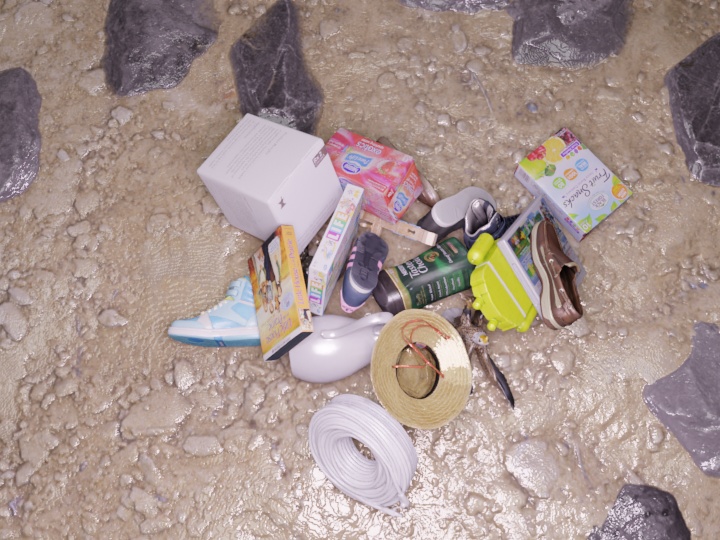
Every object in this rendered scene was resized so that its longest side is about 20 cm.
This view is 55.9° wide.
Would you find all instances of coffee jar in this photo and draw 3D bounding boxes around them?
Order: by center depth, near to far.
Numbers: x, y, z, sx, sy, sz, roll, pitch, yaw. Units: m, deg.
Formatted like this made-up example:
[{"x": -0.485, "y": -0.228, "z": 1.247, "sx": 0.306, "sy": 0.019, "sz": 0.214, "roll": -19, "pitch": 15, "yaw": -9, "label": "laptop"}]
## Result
[{"x": 0.119, "y": 0.019, "z": 1.304, "sx": 0.197, "sy": 0.086, "sz": 0.105, "roll": -25, "pitch": 41, "yaw": -9, "label": "coffee jar"}]

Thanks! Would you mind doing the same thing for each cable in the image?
[{"x": 0.003, "y": 0.305, "z": 1.154, "sx": 0.197, "sy": 0.204, "sz": 0.069, "roll": 9, "pitch": 30, "yaw": 33, "label": "cable"}]

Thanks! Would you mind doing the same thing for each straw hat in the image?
[{"x": 0.094, "y": 0.177, "z": 1.182, "sx": 0.197, "sy": 0.085, "sz": 0.205, "roll": 6, "pitch": 70, "yaw": -16, "label": "straw hat"}]

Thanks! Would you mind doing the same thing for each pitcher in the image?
[{"x": -0.033, "y": 0.126, "z": 1.228, "sx": 0.195, "sy": 0.173, "sz": 0.123, "roll": -8, "pitch": 61, "yaw": -4, "label": "pitcher"}]

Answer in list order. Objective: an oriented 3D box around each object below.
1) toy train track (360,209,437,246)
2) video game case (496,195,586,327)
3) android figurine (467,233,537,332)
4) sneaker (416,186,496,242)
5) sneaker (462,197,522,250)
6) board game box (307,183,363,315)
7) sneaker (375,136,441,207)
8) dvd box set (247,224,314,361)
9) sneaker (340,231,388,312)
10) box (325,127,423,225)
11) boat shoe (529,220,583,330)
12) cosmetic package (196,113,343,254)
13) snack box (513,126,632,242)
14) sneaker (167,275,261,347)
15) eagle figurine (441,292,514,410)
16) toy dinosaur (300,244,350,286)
[{"x": 0.062, "y": -0.090, "z": 1.331, "sx": 0.198, "sy": 0.032, "sz": 0.117, "roll": 23, "pitch": 100, "yaw": 37, "label": "toy train track"}, {"x": 0.344, "y": -0.022, "z": 1.275, "sx": 0.184, "sy": 0.022, "sz": 0.200, "roll": 57, "pitch": 45, "yaw": -8, "label": "video game case"}, {"x": 0.256, "y": 0.025, "z": 1.211, "sx": 0.183, "sy": 0.041, "sz": 0.200, "roll": 52, "pitch": 46, "yaw": -13, "label": "android figurine"}, {"x": 0.187, "y": -0.109, "z": 1.371, "sx": 0.198, "sy": 0.099, "sz": 0.072, "roll": -19, "pitch": 78, "yaw": -40, "label": "sneaker"}, {"x": 0.283, "y": -0.095, "z": 1.317, "sx": 0.201, "sy": 0.148, "sz": 0.077, "roll": -35, "pitch": 44, "yaw": -13, "label": "sneaker"}, {"x": -0.046, "y": -0.038, "z": 1.233, "sx": 0.034, "sy": 0.135, "sz": 0.202, "roll": 18, "pitch": 54, "yaw": 5, "label": "board game box"}, {"x": 0.085, "y": -0.186, "z": 1.407, "sx": 0.075, "sy": 0.070, "sz": 0.200, "roll": -43, "pitch": 69, "yaw": 3, "label": "sneaker"}, {"x": -0.147, "y": 0.042, "z": 1.215, "sx": 0.029, "sy": 0.146, "sz": 0.204, "roll": 3, "pitch": 64, "yaw": -35, "label": "dvd box set"}, {"x": 0.000, "y": 0.000, "z": 1.270, "sx": 0.069, "sy": 0.083, "sz": 0.201, "roll": 30, "pitch": 32, "yaw": -3, "label": "sneaker"}, {"x": 0.011, "y": -0.186, "z": 1.329, "sx": 0.198, "sy": 0.095, "sz": 0.103, "roll": 30, "pitch": 71, "yaw": 35, "label": "box"}, {"x": 0.357, "y": 0.000, "z": 1.207, "sx": 0.074, "sy": 0.074, "sz": 0.207, "roll": 13, "pitch": 63, "yaw": -38, "label": "boat shoe"}, {"x": -0.168, "y": -0.166, "z": 1.303, "sx": 0.198, "sy": 0.166, "sz": 0.166, "roll": 25, "pitch": 66, "yaw": 31, "label": "cosmetic package"}, {"x": 0.436, "y": -0.180, "z": 1.401, "sx": 0.141, "sy": 0.053, "sz": 0.201, "roll": -37, "pitch": 74, "yaw": -11, "label": "snack box"}, {"x": -0.264, "y": 0.075, "z": 1.298, "sx": 0.195, "sy": 0.080, "sz": 0.133, "roll": 2, "pitch": 71, "yaw": -10, "label": "sneaker"}, {"x": 0.209, "y": 0.145, "z": 1.243, "sx": 0.149, "sy": 0.150, "sz": 0.205, "roll": 1, "pitch": 85, "yaw": 25, "label": "eagle figurine"}, {"x": -0.091, "y": -0.004, "z": 1.339, "sx": 0.195, "sy": 0.077, "sz": 0.105, "roll": 7, "pitch": 81, "yaw": -4, "label": "toy dinosaur"}]
